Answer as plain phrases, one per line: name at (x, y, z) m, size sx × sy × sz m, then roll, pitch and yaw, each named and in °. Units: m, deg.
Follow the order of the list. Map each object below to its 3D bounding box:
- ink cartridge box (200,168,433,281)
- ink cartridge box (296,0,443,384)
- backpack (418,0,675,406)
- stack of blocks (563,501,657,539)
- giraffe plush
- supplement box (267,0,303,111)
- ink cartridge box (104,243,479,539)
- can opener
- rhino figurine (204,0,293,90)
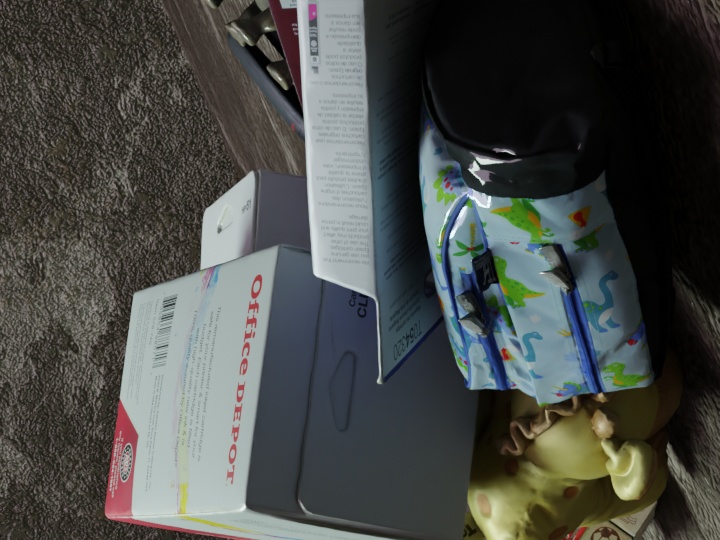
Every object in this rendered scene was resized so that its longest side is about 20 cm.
ink cartridge box at (0.000, 0.000, 1.140) m, size 0.144 × 0.198 × 0.086 m, roll 149°, pitch 127°, yaw -68°
ink cartridge box at (0.022, -0.070, 0.876) m, size 0.196 × 0.043 × 0.203 m, roll -41°, pitch -47°, yaw -63°
backpack at (0.091, -0.028, 0.819) m, size 0.200 × 0.152 × 0.164 m, roll 52°, pitch -159°, yaw -38°
stack of blocks at (0.145, 0.164, 1.195) m, size 0.115 × 0.059 × 0.200 m, roll 34°, pitch 174°, yaw 14°
giraffe plush at (0.117, 0.081, 0.971) m, size 0.172 × 0.200 × 0.163 m, roll 36°, pitch 143°, yaw 4°
supplement box at (0.014, -0.134, 1.048) m, size 0.201 × 0.107 × 0.061 m, roll 73°, pitch -161°, yaw -50°
ink cartridge box at (-0.041, 0.082, 0.986) m, size 0.199 × 0.143 × 0.147 m, roll -14°, pitch 65°, yaw 59°
can opener at (-0.027, -0.111, 1.200) m, size 0.200 × 0.063 × 0.079 m, roll 44°, pitch 157°, yaw 18°
rhino figurine at (-0.064, -0.202, 1.164) m, size 0.060 × 0.087 × 0.200 m, roll 51°, pitch 179°, yaw -39°
